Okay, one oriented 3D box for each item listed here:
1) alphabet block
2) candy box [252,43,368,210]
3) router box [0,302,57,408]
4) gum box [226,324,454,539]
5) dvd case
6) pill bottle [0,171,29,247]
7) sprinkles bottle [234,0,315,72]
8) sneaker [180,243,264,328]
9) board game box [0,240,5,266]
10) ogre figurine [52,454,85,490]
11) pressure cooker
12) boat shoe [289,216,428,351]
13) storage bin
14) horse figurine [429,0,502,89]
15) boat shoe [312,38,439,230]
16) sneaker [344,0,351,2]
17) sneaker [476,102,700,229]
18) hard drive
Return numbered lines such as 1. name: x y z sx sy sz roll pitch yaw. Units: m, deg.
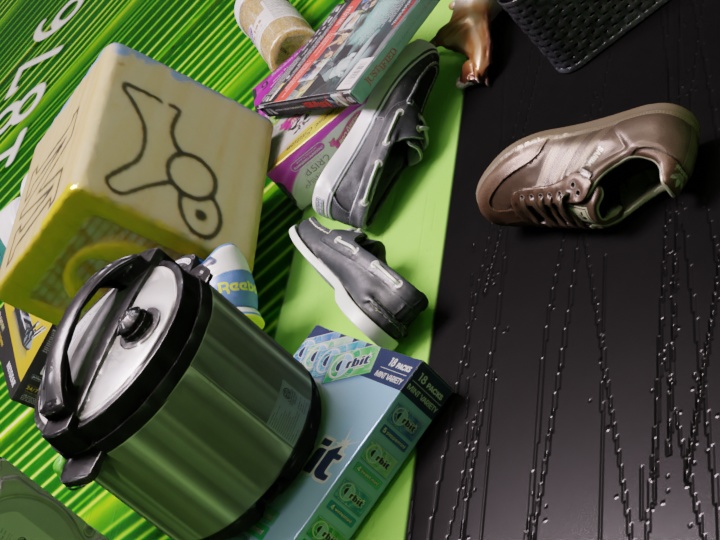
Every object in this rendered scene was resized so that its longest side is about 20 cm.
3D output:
1. alphabet block: -0.216 -0.061 1.568 0.196 0.194 0.201 -47 27 42
2. candy box: -0.038 -0.167 1.657 0.136 0.061 0.200 -39 30 14
3. router box: -0.336 0.043 1.766 0.158 0.052 0.200 -60 26 9
4. gum box: -0.039 0.146 1.271 0.201 0.045 0.170 -55 28 -13
5. dvd case: -0.012 -0.213 1.576 0.146 0.022 0.200 -54 22 -17
6. pill bottle: -0.326 -0.090 1.893 0.200 0.120 0.120 -37 29 18
7. sprinkles bottle: -0.095 -0.276 1.868 0.068 0.068 0.200 -43 28 6
8. sneaker: -0.164 0.033 1.470 0.199 0.074 0.083 -18 76 40
9. board game box: -0.527 0.051 2.067 0.151 0.047 0.200 -38 29 16
10. ogre figurine: -0.183 0.123 1.435 0.119 0.099 0.200 -24 -9 27
11. pressure cooker: -0.149 0.090 1.237 0.179 0.200 0.176 -44 28 8
12. boat shoe: 0.000 0.000 1.384 0.060 0.076 0.200 -45 40 4
13. storage bin: 0.218 -0.288 1.425 0.200 0.094 0.136 -36 30 18
14. horse figurine: 0.108 -0.258 1.585 0.132 0.050 0.201 -11 47 56
15. boat shoe: 0.032 -0.125 1.503 0.067 0.072 0.201 23 67 23
16. sneaker: 0.047 -0.357 1.747 0.201 0.098 0.071 -47 26 -3
17. sneaker: 0.165 -0.066 1.236 0.199 0.070 0.076 -23 37 38
18. hard drive: -0.251 0.254 1.261 0.038 0.200 0.140 -14 41 42
